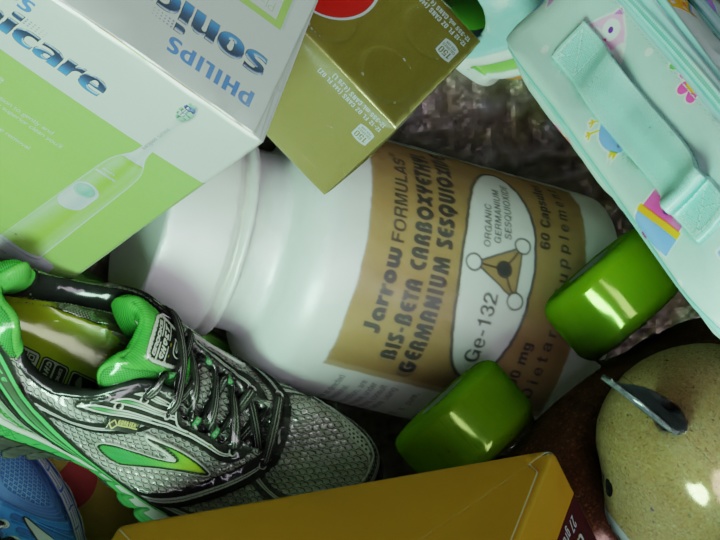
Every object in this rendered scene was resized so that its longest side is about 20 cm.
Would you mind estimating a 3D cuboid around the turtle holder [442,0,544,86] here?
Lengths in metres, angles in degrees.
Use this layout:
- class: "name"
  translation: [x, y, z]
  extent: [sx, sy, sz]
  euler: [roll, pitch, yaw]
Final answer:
- class: "turtle holder"
  translation: [0.057, -0.160, 1.195]
  extent: [0.185, 0.141, 0.132]
  euler: [35, 111, -29]

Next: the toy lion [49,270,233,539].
- class: "toy lion"
  translation: [-0.134, 0.071, 1.259]
  extent: [0.199, 0.069, 0.193]
  euler: [-12, 101, -12]

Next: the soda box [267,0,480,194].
- class: "soda box"
  translation: [-0.051, -0.132, 1.169]
  extent: [0.200, 0.064, 0.068]
  euler: [46, 52, -2]

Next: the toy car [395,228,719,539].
- class: "toy car"
  translation: [0.118, 0.086, 1.104]
  extent: [0.158, 0.200, 0.164]
  euler: [-41, 90, -1]

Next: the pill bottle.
- class: "pill bottle"
  translation: [0.000, 0.000, 1.239]
  extent: [0.199, 0.114, 0.115]
  euler: [14, 102, -18]

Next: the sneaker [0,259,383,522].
- class: "sneaker"
  translation: [-0.080, 0.056, 1.168]
  extent: [0.199, 0.085, 0.078]
  euler: [20, 59, -18]

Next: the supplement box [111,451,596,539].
- class: "supplement box"
  translation: [0.009, 0.199, 1.086]
  extent: [0.197, 0.133, 0.200]
  euler: [-12, 120, 29]

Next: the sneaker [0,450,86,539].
- class: "sneaker"
  translation: [-0.141, 0.123, 1.165]
  extent: [0.078, 0.089, 0.200]
  euler: [-34, 69, -7]

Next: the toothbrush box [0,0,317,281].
- class: "toothbrush box"
  translation: [-0.134, -0.081, 1.131]
  extent: [0.145, 0.200, 0.086]
  euler: [34, 54, -19]

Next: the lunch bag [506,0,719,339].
- class: "lunch bag"
  translation: [0.148, -0.034, 1.103]
  extent: [0.077, 0.200, 0.160]
  euler: [-45, 138, 12]
